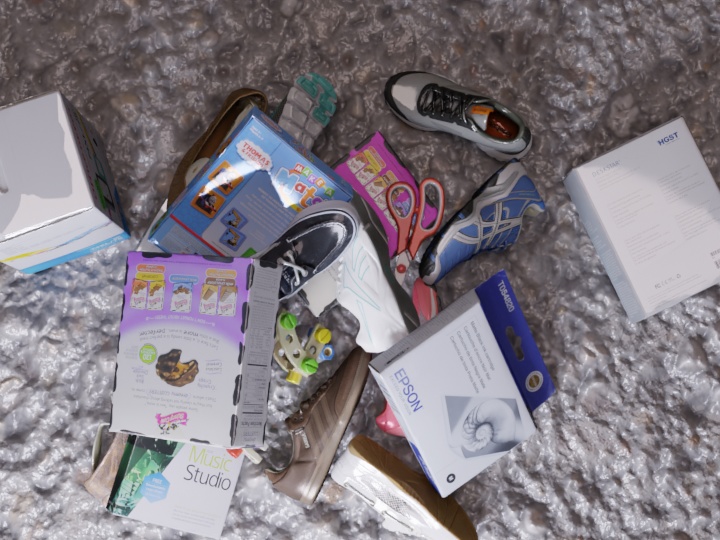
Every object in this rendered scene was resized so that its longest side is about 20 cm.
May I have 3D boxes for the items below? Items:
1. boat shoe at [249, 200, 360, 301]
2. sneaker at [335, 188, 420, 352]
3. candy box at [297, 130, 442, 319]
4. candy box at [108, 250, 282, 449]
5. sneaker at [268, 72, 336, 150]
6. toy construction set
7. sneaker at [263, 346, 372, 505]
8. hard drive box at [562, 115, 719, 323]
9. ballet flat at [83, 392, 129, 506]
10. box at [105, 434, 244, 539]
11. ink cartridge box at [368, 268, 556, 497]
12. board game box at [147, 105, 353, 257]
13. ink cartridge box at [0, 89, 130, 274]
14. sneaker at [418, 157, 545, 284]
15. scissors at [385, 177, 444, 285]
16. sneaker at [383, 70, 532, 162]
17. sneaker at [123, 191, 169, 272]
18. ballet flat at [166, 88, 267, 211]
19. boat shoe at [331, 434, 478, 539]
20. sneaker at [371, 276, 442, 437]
[{"bbox_3d":[-0.085,-0.005,1.321,0.198,0.068,0.072,-30,113,15],"label":"boat shoe"},{"bbox_3d":[0.000,0.000,1.367,0.079,0.070,0.203,-24,77,23],"label":"sneaker"},{"bbox_3d":[-0.017,-0.055,1.435,0.199,0.061,0.137,-37,86,-5],"label":"candy box"},{"bbox_3d":[-0.182,0.086,1.280,0.165,0.071,0.204,4,86,25],"label":"candy box"},{"bbox_3d":[-0.100,-0.145,1.434,0.077,0.091,0.202,36,76,-16],"label":"sneaker"},{"bbox_3d":[-0.119,0.124,1.366,0.131,0.091,0.201,48,54,-22],"label":"toy construction set"},{"bbox_3d":[-0.050,0.177,1.403,0.074,0.070,0.203,23,83,4],"label":"sneaker"},{"bbox_3d":[0.363,-0.061,1.426,0.154,0.077,0.203,-24,84,-3],"label":"hard drive box"},{"bbox_3d":[-0.280,0.184,1.408,0.066,0.068,0.203,21,82,13],"label":"ballet flat"},{"bbox_3d":[-0.204,0.204,1.384,0.143,0.036,0.203,20,81,-30],"label":"box"},{"bbox_3d":[0.132,0.133,1.358,0.199,0.041,0.201,-35,118,-12],"label":"ink cartridge box"},{"bbox_3d":[-0.127,-0.067,1.348,0.151,0.037,0.200,37,112,-19],"label":"board game box"},{"bbox_3d":[-0.377,-0.099,1.374,0.144,0.200,0.149,-19,83,-2],"label":"ink cartridge box"},{"bbox_3d":[0.149,-0.050,1.414,0.077,0.076,0.200,46,72,-2],"label":"sneaker"},{"bbox_3d":[0.059,-0.012,1.397,0.072,0.014,0.204,6,86,-3],"label":"scissors"},{"bbox_3d":[0.124,-0.201,1.445,0.197,0.079,0.075,21,85,4],"label":"sneaker"},{"bbox_3d":[-0.195,-0.057,1.441,0.115,0.074,0.202,31,79,-11],"label":"sneaker"},{"bbox_3d":[-0.165,-0.137,1.385,0.067,0.072,0.202,37,70,-18],"label":"ballet flat"},{"bbox_3d":[0.052,0.281,1.396,0.199,0.071,0.070,39,111,-3],"label":"boat shoe"},{"bbox_3d":[0.056,0.104,1.409,0.085,0.074,0.204,3,83,2],"label":"sneaker"}]
